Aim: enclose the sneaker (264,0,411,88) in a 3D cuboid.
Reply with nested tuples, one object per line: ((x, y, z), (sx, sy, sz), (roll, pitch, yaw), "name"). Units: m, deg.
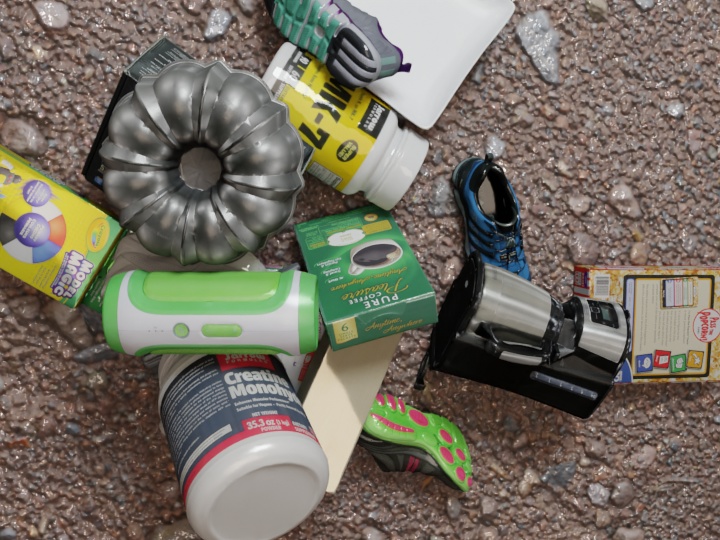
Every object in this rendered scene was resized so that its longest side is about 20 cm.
((-0.030, -0.275, 0.815), (0.087, 0.075, 0.201), (-18, 63, -45), "sneaker")

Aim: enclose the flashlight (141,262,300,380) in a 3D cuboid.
((-0.152, 0.052, 0.833), (0.198, 0.068, 0.068), (-26, 74, -7), "flashlight")

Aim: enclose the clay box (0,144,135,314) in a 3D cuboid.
((-0.358, -0.043, 0.840), (0.199, 0.048, 0.116), (31, 90, -10), "clay box")

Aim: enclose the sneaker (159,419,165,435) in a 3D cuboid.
((-0.136, 0.189, 0.885), (0.198, 0.078, 0.080), (24, 96, -22), "sneaker")

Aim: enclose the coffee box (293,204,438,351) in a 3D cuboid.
((0.000, 0.000, 0.828), (0.121, 0.201, 0.044), (-15, 126, -8), "coffee box")

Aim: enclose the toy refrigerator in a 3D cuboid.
((-0.029, 0.141, 0.846), (0.075, 0.070, 0.202), (25, 80, -11), "toy refrigerator")

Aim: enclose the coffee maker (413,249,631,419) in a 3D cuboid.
((0.193, 0.090, 0.889), (0.198, 0.193, 0.136), (20, 58, -6), "coffee maker")

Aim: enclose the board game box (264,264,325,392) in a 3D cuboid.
((-0.077, 0.074, 0.900), (0.197, 0.040, 0.155), (6, 95, -10), "board game box")

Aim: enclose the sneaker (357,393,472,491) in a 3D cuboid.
((0.064, 0.220, 0.930), (0.199, 0.077, 0.084), (35, 132, -21), "sneaker")

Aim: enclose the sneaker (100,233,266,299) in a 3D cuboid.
((-0.193, 0.018, 0.794), (0.198, 0.100, 0.078), (-1, 140, 25), "sneaker")

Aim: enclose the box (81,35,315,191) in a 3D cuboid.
((-0.177, -0.117, 0.800), (0.199, 0.087, 0.164), (36, 132, -11), "box")

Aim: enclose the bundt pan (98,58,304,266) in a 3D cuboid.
((-0.152, -0.094, 0.689), (0.199, 0.076, 0.205), (0, 105, -2), "bundt pan")

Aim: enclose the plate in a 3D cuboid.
((0.049, -0.287, 0.862), (0.199, 0.032, 0.200), (35, 77, 3), "plate")

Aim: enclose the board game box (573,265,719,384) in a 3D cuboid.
((0.381, 0.070, 0.970), (0.197, 0.046, 0.154), (1, 95, -9), "board game box")

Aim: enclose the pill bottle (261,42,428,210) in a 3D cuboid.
((-0.028, -0.161, 0.849), (0.199, 0.114, 0.115), (30, 90, -11), "pill bottle")

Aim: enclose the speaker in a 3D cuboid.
((-0.141, 0.041, 0.716), (0.197, 0.088, 0.090), (0, 96, 0), "speaker")

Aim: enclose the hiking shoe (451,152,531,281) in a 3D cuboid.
((0.165, -0.041, 0.904), (0.074, 0.087, 0.202), (-23, 99, -6), "hiking shoe")

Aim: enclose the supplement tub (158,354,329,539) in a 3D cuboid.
((-0.126, 0.159, 0.748), (0.139, 0.200, 0.142), (-15, 130, -18), "supplement tub")
